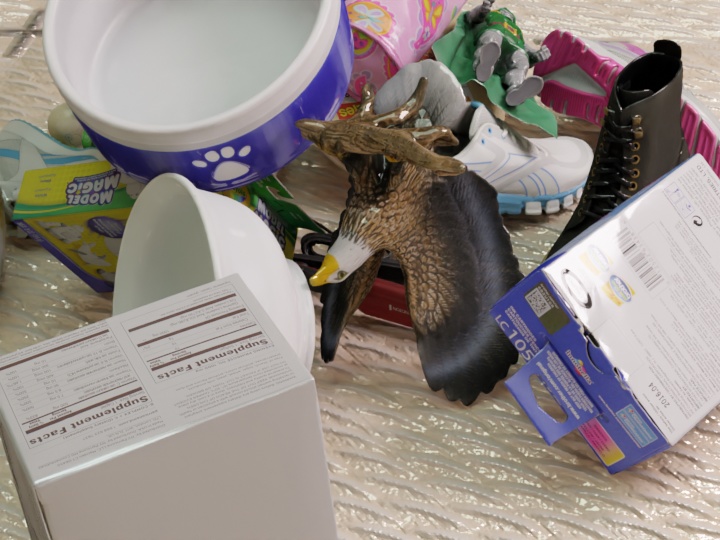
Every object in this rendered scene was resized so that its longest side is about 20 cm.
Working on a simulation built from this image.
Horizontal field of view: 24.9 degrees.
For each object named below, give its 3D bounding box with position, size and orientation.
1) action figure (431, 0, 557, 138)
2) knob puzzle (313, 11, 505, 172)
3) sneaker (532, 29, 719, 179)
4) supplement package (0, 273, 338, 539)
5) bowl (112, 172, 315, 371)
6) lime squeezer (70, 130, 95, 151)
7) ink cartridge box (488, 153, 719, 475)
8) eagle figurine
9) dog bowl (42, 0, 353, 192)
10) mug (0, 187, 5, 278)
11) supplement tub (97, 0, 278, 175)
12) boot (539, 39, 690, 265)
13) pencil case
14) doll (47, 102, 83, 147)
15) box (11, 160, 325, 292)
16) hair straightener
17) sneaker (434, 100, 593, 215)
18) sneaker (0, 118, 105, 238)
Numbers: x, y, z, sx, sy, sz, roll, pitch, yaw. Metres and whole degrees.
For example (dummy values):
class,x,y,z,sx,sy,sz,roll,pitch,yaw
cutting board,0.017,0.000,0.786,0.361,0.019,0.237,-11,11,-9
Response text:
class,x,y,z,sx,sy,sz,roll,pitch,yaw
action figure,0.111,-0.177,1.301,0.118,0.055,0.200,38,18,-12
knob puzzle,0.030,-0.133,1.330,0.217,0.031,0.222,9,58,-14
sneaker,0.233,-0.131,1.303,0.088,0.082,0.200,-11,45,-41
supplement package,-0.103,0.132,0.907,0.154,0.202,0.111,-20,38,-17
bowl,-0.089,0.039,1.062,0.090,0.203,0.201,0,31,-28
lime squeezer,-0.223,-0.112,1.328,0.038,0.071,0.200,-38,1,-23
ink cartridge box,0.179,0.033,1.046,0.199,0.076,0.137,-34,85,-34
eagle figurine,0.022,-0.023,1.087,0.150,0.201,0.152,-20,43,0
dog bowl,-0.106,-0.155,1.090,0.198,0.079,0.202,-6,61,10
mug,-0.347,-0.046,1.220,0.151,0.189,0.149,2,-1,-3
supplement tub,-0.138,-0.144,1.254,0.139,0.200,0.142,-5,61,10
boot,0.172,-0.056,1.153,0.077,0.139,0.201,17,54,24
pencil case,0.037,-0.220,1.317,0.087,0.088,0.201,14,51,25
doll,-0.188,-0.171,1.386,0.199,0.136,0.049,-33,60,17
box,-0.134,-0.034,1.166,0.198,0.117,0.049,-7,59,27
hair straightener,0.000,0.000,1.212,0.198,0.041,0.077,9,39,28
sneaker,0.103,-0.089,1.246,0.198,0.088,0.075,-14,32,-33
sneaker,-0.243,-0.057,1.297,0.199,0.077,0.081,19,50,40
